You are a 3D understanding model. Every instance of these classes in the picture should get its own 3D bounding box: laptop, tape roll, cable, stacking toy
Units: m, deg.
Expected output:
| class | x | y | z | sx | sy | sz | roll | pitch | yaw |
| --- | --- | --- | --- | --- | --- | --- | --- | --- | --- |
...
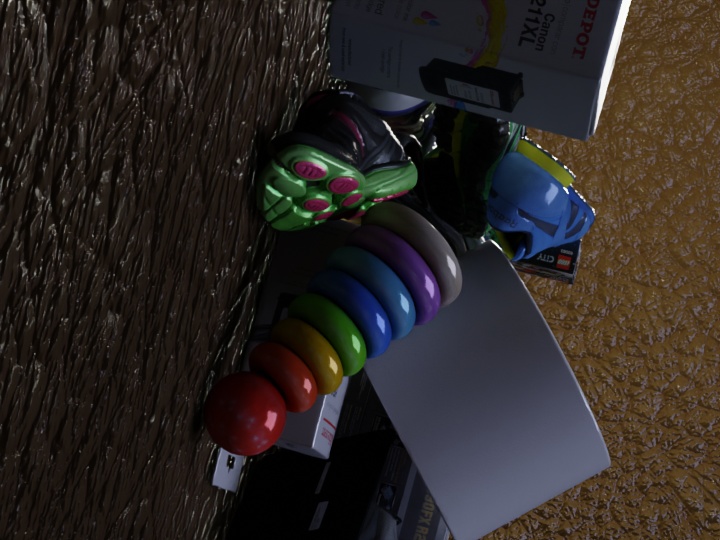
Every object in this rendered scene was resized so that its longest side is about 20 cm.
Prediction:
| class | x | y | z | sx | sy | sz | roll | pitch | yaw |
| --- | --- | --- | --- | --- | --- | --- | --- | --- | --- |
| laptop | -0.055 | 0.233 | 1.477 | 0.104 | 0.198 | 0.178 | 54 | 37 | -30 |
| tape roll | 0.090 | 0.096 | 1.514 | 0.204 | 0.138 | 0.203 | 62 | 0 | 0 |
| cable | 0.031 | -0.053 | 1.508 | 0.098 | 0.050 | 0.200 | -58 | 149 | 4 |
| stacking toy | -0.024 | 0.046 | 1.277 | 0.200 | 0.085 | 0.086 | -44 | 159 | -24 |

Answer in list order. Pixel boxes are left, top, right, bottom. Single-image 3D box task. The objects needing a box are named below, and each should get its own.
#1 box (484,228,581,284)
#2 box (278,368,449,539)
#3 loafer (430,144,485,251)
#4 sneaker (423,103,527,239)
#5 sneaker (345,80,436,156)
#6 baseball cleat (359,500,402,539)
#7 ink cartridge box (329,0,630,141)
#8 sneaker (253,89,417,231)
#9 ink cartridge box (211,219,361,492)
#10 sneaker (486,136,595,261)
| class | x | y | z | sx | sy | sz | roll | pitch | yaw |
| --- | --- | --- | --- | --- | --- | --- | --- | --- | --- |
| box | 0.127 | -0.031 | 1.988 | 0.137 | 0.198 | 0.038 | 37 | 67 | -82 |
| box | 0.014 | 0.148 | 1.638 | 0.048 | 0.157 | 0.202 | 80 | 25 | -73 |
| loafer | 0.054 | -0.063 | 1.663 | 0.201 | 0.062 | 0.072 | 64 | 4 | 5 |
| sneaker | 0.098 | -0.097 | 1.529 | 0.085 | 0.078 | 0.201 | -47 | 167 | -30 |
| sneaker | 0.027 | -0.114 | 1.530 | 0.200 | 0.080 | 0.148 | -73 | 171 | -65 |
| baseball cleat | -0.027 | 0.273 | 1.534 | 0.201 | 0.106 | 0.070 | -64 | -176 | -15 |
| ink cartridge box | 0.091 | -0.195 | 1.394 | 0.083 | 0.198 | 0.147 | 91 | 15 | -62 |
| sneaker | -0.027 | -0.077 | 1.293 | 0.084 | 0.076 | 0.200 | 64 | 17 | 5 |
| ink cartridge box | -0.043 | 0.067 | 1.391 | 0.116 | 0.067 | 0.202 | 60 | 45 | -79 |
| sneaker | 0.132 | -0.043 | 1.508 | 0.079 | 0.066 | 0.200 | -56 | 164 | 0 |
